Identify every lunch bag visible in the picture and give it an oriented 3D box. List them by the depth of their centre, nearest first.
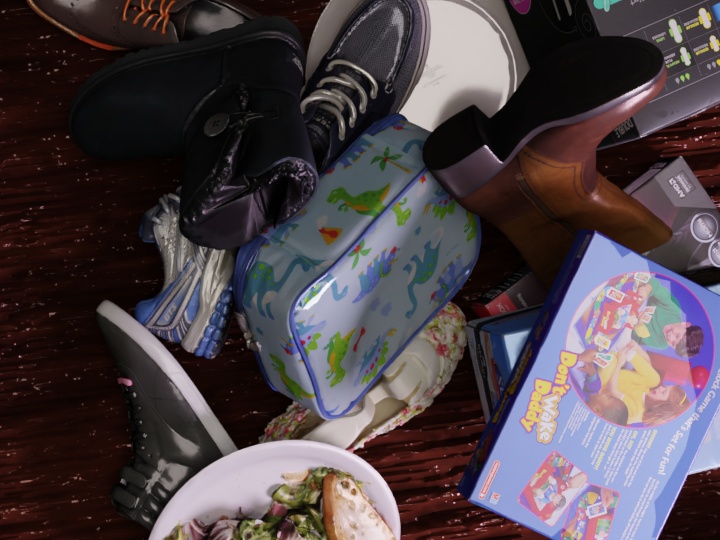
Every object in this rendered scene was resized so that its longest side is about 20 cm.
[{"bbox_3d":[0.000,0.000,1.433,0.082,0.161,0.200,28,63,33],"label":"lunch bag"}]

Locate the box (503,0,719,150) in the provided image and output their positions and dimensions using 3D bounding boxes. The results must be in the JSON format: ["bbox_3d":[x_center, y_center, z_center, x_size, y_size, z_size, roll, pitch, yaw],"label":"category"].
[{"bbox_3d":[0.193,-0.204,1.471,0.123,0.148,0.202,-24,94,-16],"label":"box"}]

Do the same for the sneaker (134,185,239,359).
[{"bbox_3d":[-0.123,-0.040,1.473,0.084,0.077,0.202,14,87,-1],"label":"sneaker"}]

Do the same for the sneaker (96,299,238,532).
[{"bbox_3d":[-0.160,0.124,1.468,0.099,0.071,0.201,-36,99,-11],"label":"sneaker"}]

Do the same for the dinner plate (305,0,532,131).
[{"bbox_3d":[0.056,-0.149,1.522,0.198,0.024,0.203,0,89,-8],"label":"dinner plate"}]

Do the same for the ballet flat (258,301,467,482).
[{"bbox_3d":[0.009,0.100,1.496,0.200,0.064,0.076,-40,102,-6],"label":"ballet flat"}]

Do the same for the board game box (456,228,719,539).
[{"bbox_3d":[0.170,0.091,1.346,0.134,0.045,0.201,26,90,-8],"label":"board game box"}]

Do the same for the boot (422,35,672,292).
[{"bbox_3d":[0.170,-0.064,1.389,0.187,0.069,0.200,-32,135,20],"label":"boot"}]

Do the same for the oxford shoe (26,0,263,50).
[{"bbox_3d":[-0.153,-0.196,1.465,0.198,0.073,0.072,13,89,-8],"label":"oxford shoe"}]

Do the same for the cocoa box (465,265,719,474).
[{"bbox_3d":[0.194,0.082,1.439,0.198,0.131,0.135,-13,94,-7],"label":"cocoa box"}]

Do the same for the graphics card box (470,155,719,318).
[{"bbox_3d":[0.202,0.018,1.530,0.199,0.051,0.126,-36,96,-7],"label":"graphics card box"}]

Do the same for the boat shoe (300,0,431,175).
[{"bbox_3d":[-0.011,-0.123,1.456,0.074,0.093,0.202,25,98,7],"label":"boat shoe"}]

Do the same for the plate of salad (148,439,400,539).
[{"bbox_3d":[-0.062,0.217,1.462,0.198,0.048,0.202,-8,121,-14],"label":"plate of salad"}]

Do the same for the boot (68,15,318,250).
[{"bbox_3d":[-0.124,-0.085,1.396,0.198,0.169,0.077,-19,134,15],"label":"boot"}]
